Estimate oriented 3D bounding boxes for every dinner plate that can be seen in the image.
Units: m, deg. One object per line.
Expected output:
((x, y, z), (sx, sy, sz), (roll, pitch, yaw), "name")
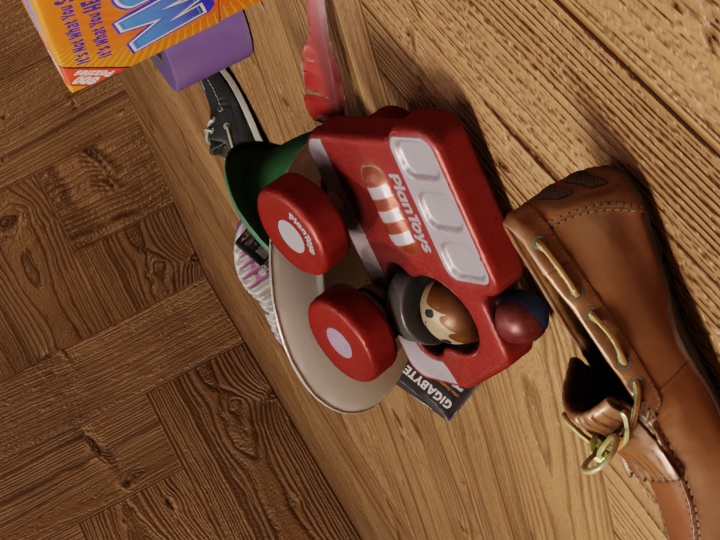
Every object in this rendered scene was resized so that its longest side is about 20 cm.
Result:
((0.000, 0.000, 1.148), (0.024, 0.200, 0.200), (-3, 124, 33), "dinner plate")

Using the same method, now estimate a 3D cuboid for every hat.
((0.009, -0.092, 1.218), (0.200, 0.176, 0.166), (6, -135, -54), "hat")

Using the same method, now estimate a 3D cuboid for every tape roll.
((-0.185, -0.280, 1.585), (0.200, 0.085, 0.200), (61, 172, 14), "tape roll")

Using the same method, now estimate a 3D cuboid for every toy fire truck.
((0.040, -0.009, 1.025), (0.168, 0.112, 0.200), (11, 131, 56), "toy fire truck")

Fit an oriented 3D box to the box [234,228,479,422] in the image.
((-0.008, 0.034, 1.371), (0.198, 0.050, 0.200), (43, 177, -13), "box")

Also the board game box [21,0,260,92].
((-0.126, -0.255, 0.895), (0.200, 0.200, 0.200), (61, 171, 11), "board game box")

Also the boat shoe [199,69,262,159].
((-0.139, -0.143, 1.809), (0.200, 0.060, 0.076), (60, 171, 17), "boat shoe")

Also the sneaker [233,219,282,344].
((-0.109, 0.001, 2.038), (0.089, 0.080, 0.200), (-116, 3, -54), "sneaker")

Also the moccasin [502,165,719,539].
((0.122, 0.053, 0.761), (0.202, 0.078, 0.074), (67, 171, -24), "moccasin")
